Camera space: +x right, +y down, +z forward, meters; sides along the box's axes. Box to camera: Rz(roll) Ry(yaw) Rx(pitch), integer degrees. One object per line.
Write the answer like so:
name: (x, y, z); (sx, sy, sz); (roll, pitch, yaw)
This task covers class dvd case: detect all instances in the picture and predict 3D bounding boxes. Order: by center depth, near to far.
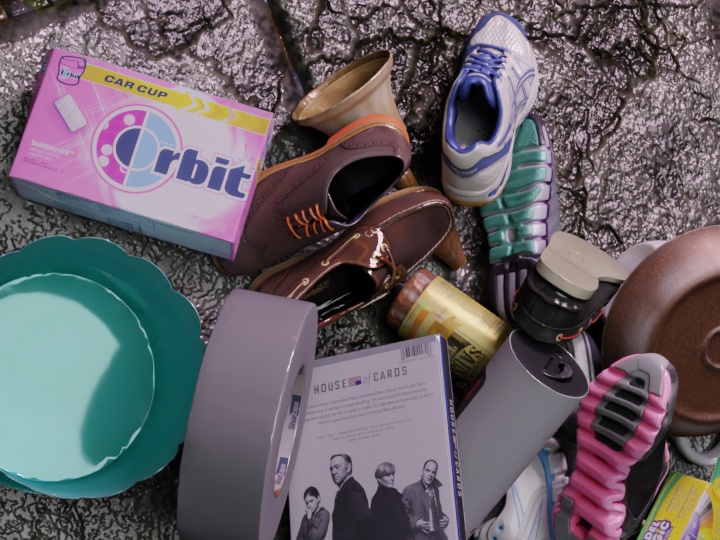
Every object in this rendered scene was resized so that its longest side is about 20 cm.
dvd case: (0.009, 0.163, 1.248); (0.149, 0.025, 0.202); (-13, 67, 21)

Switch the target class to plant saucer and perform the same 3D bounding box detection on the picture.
plant saucer: (0.308, 0.061, 1.316); (0.199, 0.037, 0.202); (-5, 111, -13)

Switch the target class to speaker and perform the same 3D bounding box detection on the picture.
speaker: (0.104, 0.145, 1.268); (0.081, 0.081, 0.200); (26, 119, -16)

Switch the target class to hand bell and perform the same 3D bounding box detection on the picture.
hand bell: (0.037, -0.084, 1.347); (0.104, 0.104, 0.201); (-43, 111, -20)

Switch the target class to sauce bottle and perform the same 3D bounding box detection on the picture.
sauce bottle: (0.116, 0.076, 1.319); (0.199, 0.066, 0.066); (34, 71, 12)

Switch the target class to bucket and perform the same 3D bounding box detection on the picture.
bucket: (-0.229, 0.080, 1.184); (0.206, 0.135, 0.209); (3, 81, -19)

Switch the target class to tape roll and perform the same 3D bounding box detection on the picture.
tape roll: (-0.085, 0.118, 1.176); (0.066, 0.200, 0.202); (10, 78, 5)

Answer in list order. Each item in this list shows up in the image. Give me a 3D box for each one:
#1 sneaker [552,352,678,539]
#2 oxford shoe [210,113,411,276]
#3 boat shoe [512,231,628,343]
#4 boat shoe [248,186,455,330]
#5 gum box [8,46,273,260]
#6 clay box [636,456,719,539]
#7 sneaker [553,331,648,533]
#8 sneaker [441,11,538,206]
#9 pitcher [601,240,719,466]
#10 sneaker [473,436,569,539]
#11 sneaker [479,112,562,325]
sneaker: (0.229, 0.152, 1.280); (0.095, 0.079, 0.201); (-10, 127, -39)
oxford shoe: (-0.045, -0.055, 1.267); (0.200, 0.073, 0.071); (-37, 114, 13)
boat shoe: (0.179, 0.013, 1.305); (0.073, 0.201, 0.063); (33, 109, 12)
boat shoe: (0.000, 0.000, 1.294); (0.199, 0.070, 0.071); (-33, 118, -7)
gum box: (-0.181, -0.095, 1.240); (0.199, 0.066, 0.114); (17, 76, -1)
clay box: (0.289, 0.274, 1.376); (0.115, 0.047, 0.201); (47, 66, -40)
sneaker: (0.217, 0.147, 1.374); (0.079, 0.078, 0.202); (-6, 96, -16)
sneaker: (0.116, -0.159, 1.350); (0.075, 0.088, 0.201); (4, 61, 11)
pitcher: (0.306, 0.077, 1.405); (0.199, 0.121, 0.172); (30, 88, -26)
sneaker: (0.144, 0.252, 1.343); (0.086, 0.075, 0.202); (-6, 79, -11)
sneaker: (0.157, -0.041, 1.396); (0.087, 0.074, 0.202); (23, 66, -49)
